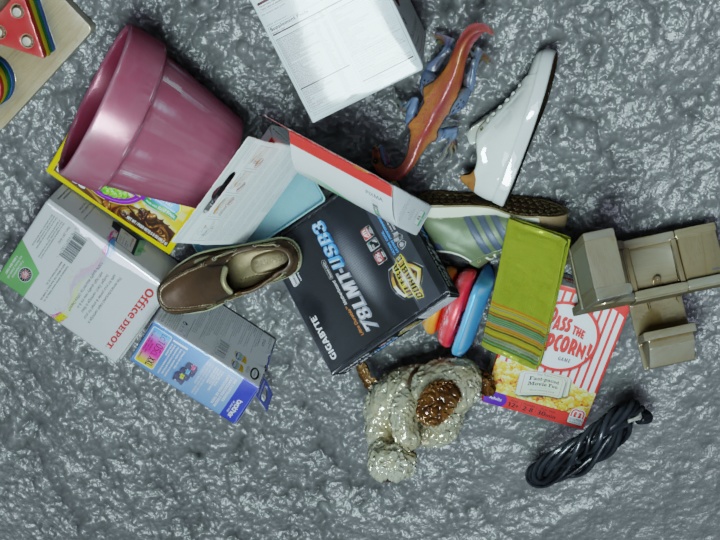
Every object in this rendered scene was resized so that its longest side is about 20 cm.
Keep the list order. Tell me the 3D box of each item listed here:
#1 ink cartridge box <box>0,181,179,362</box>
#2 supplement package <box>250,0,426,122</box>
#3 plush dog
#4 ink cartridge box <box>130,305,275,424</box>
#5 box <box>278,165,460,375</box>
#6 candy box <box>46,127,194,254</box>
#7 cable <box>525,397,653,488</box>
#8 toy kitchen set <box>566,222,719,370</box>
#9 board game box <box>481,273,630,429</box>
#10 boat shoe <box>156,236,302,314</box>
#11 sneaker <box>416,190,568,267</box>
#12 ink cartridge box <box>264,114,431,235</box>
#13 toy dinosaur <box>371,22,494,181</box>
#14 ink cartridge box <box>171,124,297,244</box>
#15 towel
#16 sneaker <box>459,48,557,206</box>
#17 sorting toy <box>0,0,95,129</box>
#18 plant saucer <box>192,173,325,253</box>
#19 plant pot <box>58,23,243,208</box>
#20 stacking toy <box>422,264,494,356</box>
[{"bbox_3d":[-0.365,0.002,1.441,0.199,0.084,0.145,37,112,-10],"label":"ink cartridge box"},{"bbox_3d":[-0.029,-0.313,1.217,0.145,0.192,0.202,-23,110,14],"label":"supplement package"},{"bbox_3d":[0.089,0.168,1.407,0.170,0.199,0.163,-27,88,34],"label":"plush dog"},{"bbox_3d":[-0.198,0.116,1.446,0.198,0.137,0.077,32,114,-8],"label":"ink cartridge box"},{"bbox_3d":[0.000,0.000,1.376,0.197,0.050,0.202,-33,73,17],"label":"box"},{"bbox_3d":[-0.312,-0.118,1.417,0.199,0.026,0.103,34,108,-10],"label":"candy box"},{"bbox_3d":[0.309,0.246,1.452,0.199,0.163,0.051,-38,72,19],"label":"cable"},{"bbox_3d":[0.370,0.031,1.296,0.196,0.181,0.166,-12,81,1],"label":"toy kitchen set"},{"bbox_3d":[0.264,0.104,1.448,0.149,0.046,0.203,14,114,-1],"label":"board game box"},{"bbox_3d":[-0.174,0.005,1.356,0.199,0.075,0.076,-22,96,5],"label":"boat shoe"},{"bbox_3d":[0.168,-0.048,1.384,0.196,0.067,0.091,5,116,8],"label":"sneaker"},{"bbox_3d":[-0.020,-0.109,1.260,0.160,0.199,0.051,30,96,24],"label":"ink cartridge box"},{"bbox_3d":[0.075,-0.199,1.287,0.104,0.200,0.183,28,82,9],"label":"toy dinosaur"},{"bbox_3d":[-0.153,-0.106,1.303,0.047,0.200,0.161,42,104,14],"label":"ink cartridge box"},{"bbox_3d":[0.211,0.033,1.365,0.085,0.018,0.203,19,125,18],"label":"towel"},{"bbox_3d":[0.179,-0.187,1.318,0.084,0.073,0.203,24,106,11],"label":"sneaker"},{"bbox_3d":[-0.475,-0.305,1.327,0.199,0.070,0.199,-40,105,19],"label":"sorting toy"},{"bbox_3d":[-0.138,-0.071,1.415,0.198,0.019,0.071,-33,83,18],"label":"plant saucer"},{"bbox_3d":[-0.251,-0.172,1.310,0.177,0.201,0.201,26,114,-24],"label":"plant pot"},{"bbox_3d":[0.071,0.024,1.412,0.197,0.116,0.111,21,112,8],"label":"stacking toy"}]
